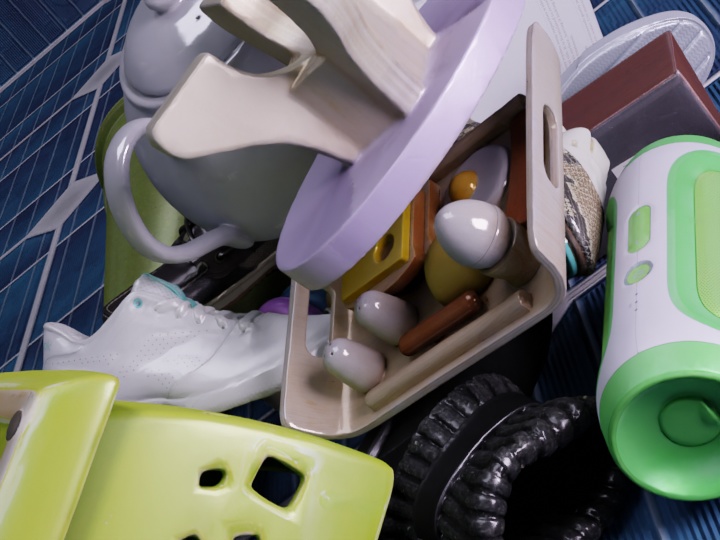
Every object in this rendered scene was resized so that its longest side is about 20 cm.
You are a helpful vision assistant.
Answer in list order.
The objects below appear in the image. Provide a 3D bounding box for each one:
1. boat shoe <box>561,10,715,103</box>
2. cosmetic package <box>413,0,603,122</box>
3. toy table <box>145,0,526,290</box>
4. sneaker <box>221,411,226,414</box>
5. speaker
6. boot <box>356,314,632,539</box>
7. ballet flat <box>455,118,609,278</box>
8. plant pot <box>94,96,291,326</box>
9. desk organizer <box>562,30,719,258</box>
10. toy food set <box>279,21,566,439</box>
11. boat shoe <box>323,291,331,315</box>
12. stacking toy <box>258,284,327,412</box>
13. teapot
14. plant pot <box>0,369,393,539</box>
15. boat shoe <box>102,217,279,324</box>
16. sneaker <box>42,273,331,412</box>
[{"bbox_3d":[0.138,-0.098,1.075,0.199,0.072,0.062,-39,19,15],"label":"boat shoe"},{"bbox_3d":[0.066,-0.143,1.154,0.199,0.114,0.081,-27,14,-24],"label":"cosmetic package"},{"bbox_3d":[-0.013,-0.107,0.853,0.201,0.117,0.183,-60,20,-17],"label":"toy table"},{"bbox_3d":[-0.126,0.124,1.039,0.088,0.074,0.202,136,150,-59],"label":"sneaker"},{"bbox_3d":[0.156,0.016,0.797,0.088,0.089,0.201,-31,24,27],"label":"speaker"},{"bbox_3d":[0.078,0.067,0.845,0.157,0.079,0.212,-21,40,58],"label":"boot"},{"bbox_3d":[0.090,-0.056,0.920,0.075,0.068,0.200,-31,27,-15],"label":"ballet flat"},{"bbox_3d":[-0.115,-0.008,1.226,0.199,0.200,0.191,-28,36,32],"label":"plant pot"},{"bbox_3d":[0.125,-0.052,1.008,0.199,0.072,0.077,-34,20,22],"label":"desk organizer"},{"bbox_3d":[0.028,-0.018,0.850,0.200,0.060,0.145,-36,39,40],"label":"toy food set"},{"bbox_3d":[-0.001,-0.002,1.033,0.062,0.073,0.203,-7,71,14],"label":"boat shoe"},{"bbox_3d":[0.003,0.005,1.110,0.085,0.086,0.200,-12,32,53],"label":"stacking toy"},{"bbox_3d":[-0.075,-0.121,0.996,0.197,0.146,0.201,-42,42,10],"label":"teapot"},{"bbox_3d":[-0.128,0.152,0.835,0.199,0.180,0.201,-6,62,61],"label":"plant pot"},{"bbox_3d":[-0.088,-0.021,1.090,0.199,0.065,0.073,-33,26,-20],"label":"boat shoe"},{"bbox_3d":[-0.100,0.041,0.979,0.198,0.089,0.075,-15,-1,15],"label":"sneaker"}]
